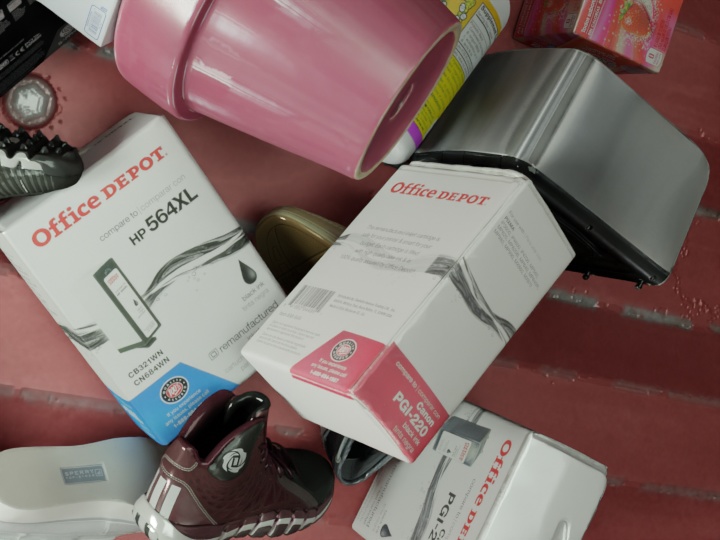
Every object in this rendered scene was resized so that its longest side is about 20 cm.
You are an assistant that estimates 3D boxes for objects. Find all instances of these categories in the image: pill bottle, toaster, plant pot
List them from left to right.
[{"bbox_3d":[-0.038,-0.164,0.844,0.179,0.200,0.200,34,81,7],"label":"plant pot"},{"bbox_3d":[0.049,-0.191,0.982,0.104,0.104,0.200,39,80,-23],"label":"pill bottle"},{"bbox_3d":[0.151,-0.085,1.002,0.200,0.181,0.119,34,80,-25],"label":"toaster"}]

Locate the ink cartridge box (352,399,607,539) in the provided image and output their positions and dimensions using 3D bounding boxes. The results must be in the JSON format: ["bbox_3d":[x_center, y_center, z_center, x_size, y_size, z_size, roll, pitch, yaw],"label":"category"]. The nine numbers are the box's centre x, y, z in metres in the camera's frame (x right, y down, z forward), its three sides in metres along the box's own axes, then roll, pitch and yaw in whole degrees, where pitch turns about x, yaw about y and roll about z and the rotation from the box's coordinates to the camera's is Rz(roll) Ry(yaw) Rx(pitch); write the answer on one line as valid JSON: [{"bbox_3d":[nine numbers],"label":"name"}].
[{"bbox_3d":[0.090,0.186,0.994,0.085,0.200,0.146,28,85,-24],"label":"ink cartridge box"}]

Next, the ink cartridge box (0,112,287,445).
[{"bbox_3d":[-0.159,0.004,0.924,0.146,0.084,0.200,-39,111,-15],"label":"ink cartridge box"}]

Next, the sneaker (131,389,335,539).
[{"bbox_3d":[-0.074,0.140,0.938,0.200,0.076,0.116,-7,125,-53],"label":"sneaker"}]

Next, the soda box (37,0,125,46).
[{"bbox_3d":[-0.139,-0.244,0.776,0.064,0.200,0.068,37,36,7],"label":"soda box"}]

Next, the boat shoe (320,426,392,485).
[{"bbox_3d":[0.041,0.092,0.988,0.072,0.068,0.200,33,111,-28],"label":"boat shoe"}]

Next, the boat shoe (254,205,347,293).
[{"bbox_3d":[0.000,0.000,1.011,0.199,0.072,0.065,32,44,-24],"label":"boat shoe"}]

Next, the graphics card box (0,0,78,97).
[{"bbox_3d":[-0.257,-0.187,0.801,0.051,0.200,0.125,42,77,15],"label":"graphics card box"}]

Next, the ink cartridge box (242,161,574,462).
[{"bbox_3d":[0.034,0.022,0.887,0.200,0.145,0.085,-51,122,-18],"label":"ink cartridge box"}]

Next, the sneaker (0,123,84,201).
[{"bbox_3d":[-0.287,-0.051,0.852,0.199,0.067,0.091,-1,109,2],"label":"sneaker"}]

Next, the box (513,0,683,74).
[{"bbox_3d":[0.220,-0.276,1.050,0.094,0.103,0.201,18,90,-24],"label":"box"}]

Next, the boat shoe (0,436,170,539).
[{"bbox_3d":[-0.203,0.176,0.934,0.199,0.069,0.072,1,53,-46],"label":"boat shoe"}]
